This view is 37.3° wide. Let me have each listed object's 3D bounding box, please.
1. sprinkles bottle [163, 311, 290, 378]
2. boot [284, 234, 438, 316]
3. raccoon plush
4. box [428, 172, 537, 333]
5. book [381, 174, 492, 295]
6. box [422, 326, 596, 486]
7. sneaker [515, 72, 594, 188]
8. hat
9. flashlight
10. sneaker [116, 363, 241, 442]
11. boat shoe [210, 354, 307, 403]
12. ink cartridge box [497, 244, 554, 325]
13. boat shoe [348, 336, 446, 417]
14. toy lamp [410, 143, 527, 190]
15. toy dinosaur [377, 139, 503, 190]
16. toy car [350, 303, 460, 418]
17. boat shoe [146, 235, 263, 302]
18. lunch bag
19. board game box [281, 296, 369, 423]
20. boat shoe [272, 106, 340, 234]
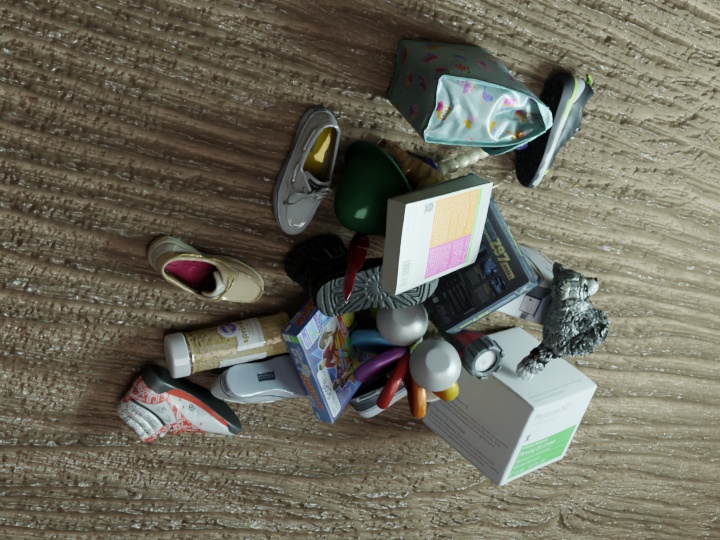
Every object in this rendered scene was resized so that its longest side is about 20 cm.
[{"bbox_3d":[-0.206,0.116,1.678,0.199,0.068,0.069,-11,125,-19],"label":"sprinkles bottle"},{"bbox_3d":[-0.001,-0.002,1.641,0.209,0.158,0.080,-7,112,-18],"label":"boot"},{"bbox_3d":[0.305,0.085,1.701,0.200,0.097,0.134,-45,121,5],"label":"raccoon plush"},{"bbox_3d":[0.160,-0.027,1.657,0.157,0.201,0.051,-33,162,19],"label":"box"},{"bbox_3d":[0.108,-0.053,1.526,0.199,0.048,0.135,-19,122,-48],"label":"book"},{"bbox_3d":[0.258,0.230,1.859,0.198,0.200,0.172,-10,127,-45],"label":"box"},{"bbox_3d":[0.318,-0.219,1.705,0.082,0.072,0.201,7,118,-30],"label":"sneaker"},{"bbox_3d":[-0.029,-0.075,1.530,0.175,0.200,0.167,-31,107,-23],"label":"hat"},{"bbox_3d":[0.161,0.096,1.754,0.068,0.200,0.068,-31,129,-5],"label":"flashlight"},{"bbox_3d":[-0.294,0.236,1.717,0.108,0.067,0.201,-47,125,10],"label":"sneaker"},{"bbox_3d":[-0.155,0.180,1.750,0.199,0.074,0.065,7,157,-41],"label":"boat shoe"},{"bbox_3d":[0.251,0.012,1.776,0.199,0.147,0.086,16,111,-33],"label":"ink cartridge box"},{"bbox_3d":[0.061,0.173,1.846,0.199,0.072,0.068,-35,131,8],"label":"boat shoe"},{"bbox_3d":[0.162,-0.175,1.671,0.199,0.058,0.058,-28,129,-9],"label":"toy lamp"},{"bbox_3d":[0.105,-0.129,1.607,0.199,0.060,0.107,27,99,-1],"label":"toy dinosaur"},{"bbox_3d":[0.062,0.147,1.728,0.149,0.201,0.175,-34,168,-11],"label":"toy car"},{"bbox_3d":[-0.226,0.014,1.600,0.199,0.069,0.074,20,111,-34],"label":"boat shoe"},{"bbox_3d":[0.160,-0.251,1.545,0.198,0.171,0.123,3,119,-23],"label":"lunch bag"},{"bbox_3d":[-0.050,0.131,1.736,0.136,0.034,0.201,-51,138,-36],"label":"board game box"},{"bbox_3d":[-0.070,-0.132,1.568,0.074,0.086,0.203,8,117,-29],"label":"boat shoe"}]
